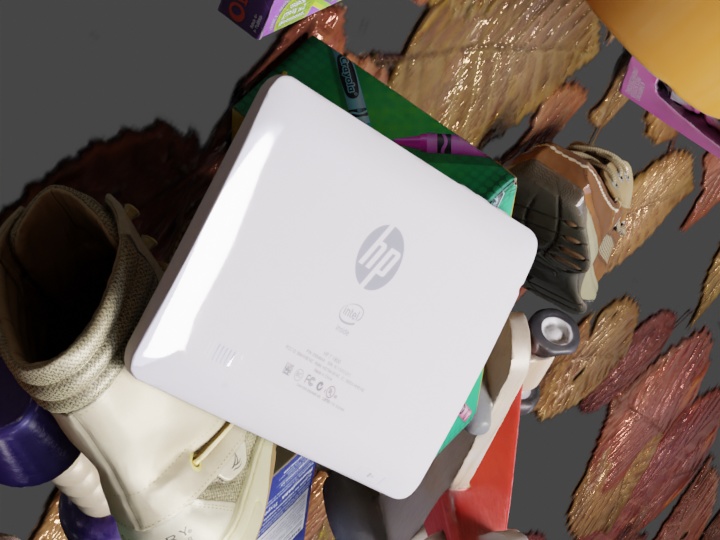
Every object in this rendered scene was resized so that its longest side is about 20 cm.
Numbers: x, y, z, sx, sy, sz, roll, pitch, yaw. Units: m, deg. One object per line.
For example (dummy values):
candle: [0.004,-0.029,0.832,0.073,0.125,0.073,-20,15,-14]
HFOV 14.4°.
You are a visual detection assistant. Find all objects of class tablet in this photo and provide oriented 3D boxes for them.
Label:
tablet: [-0.006,0.012,1.154,0.200,0.014,0.130,30,87,-51]

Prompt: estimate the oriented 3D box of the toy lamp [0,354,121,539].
toy lamp: [-0.129,0.080,1.234,0.058,0.058,0.200,-52,161,-7]

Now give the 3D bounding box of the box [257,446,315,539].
box: [-0.077,0.171,1.550,0.121,0.032,0.200,-42,156,-31]

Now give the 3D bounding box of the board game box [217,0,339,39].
board game box: [0.025,-0.178,1.205,0.200,0.032,0.120,-31,147,-49]

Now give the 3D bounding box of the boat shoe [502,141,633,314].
boat shoe: [0.115,-0.039,1.602,0.074,0.076,0.200,-56,170,-11]

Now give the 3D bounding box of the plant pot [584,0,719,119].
plant pot: [0.204,-0.181,1.410,0.183,0.200,0.200,-43,165,20]

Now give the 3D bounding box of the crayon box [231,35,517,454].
crayon box: [0.000,0.000,1.308,0.058,0.119,0.200,-43,159,-28]

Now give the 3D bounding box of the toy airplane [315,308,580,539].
toy airplane: [0.034,0.097,1.526,0.199,0.141,0.200,-126,-126,-77]

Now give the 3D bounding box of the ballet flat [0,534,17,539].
ballet flat: [-0.172,0.135,1.178,0.200,0.067,0.068,116,-5,-70]

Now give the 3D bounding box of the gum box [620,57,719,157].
gum box: [0.252,-0.135,1.660,0.200,0.113,0.066,-38,155,-39]

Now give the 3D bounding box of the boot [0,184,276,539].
boot: [-0.087,0.012,1.173,0.200,0.073,0.156,-80,150,-42]
